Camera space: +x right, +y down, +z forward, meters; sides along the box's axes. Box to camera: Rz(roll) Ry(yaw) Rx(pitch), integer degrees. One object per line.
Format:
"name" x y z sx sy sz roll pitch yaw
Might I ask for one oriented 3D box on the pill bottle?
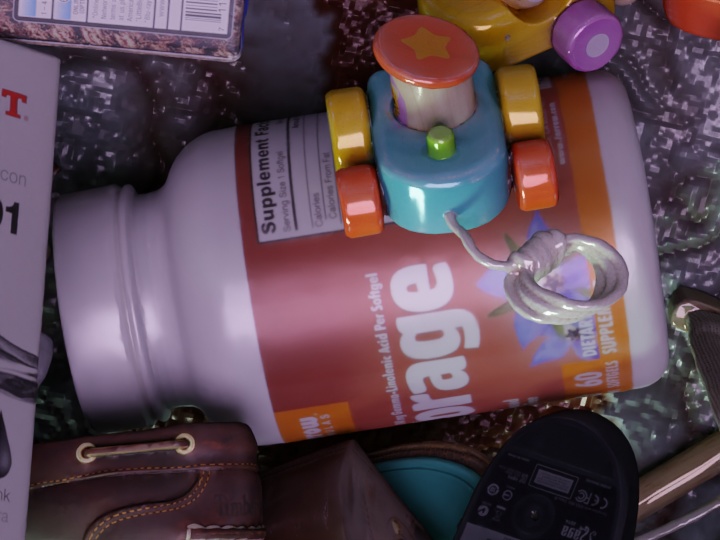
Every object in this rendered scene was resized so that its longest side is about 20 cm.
"pill bottle" 0.000 0.000 0.957 0.200 0.112 0.112 -9 112 3

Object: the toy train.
"toy train" 0.076 -0.073 0.895 0.150 0.200 0.056 20 138 29

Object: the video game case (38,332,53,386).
"video game case" -0.236 0.048 0.980 0.200 0.024 0.182 24 130 -16

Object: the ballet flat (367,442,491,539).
"ballet flat" -0.013 0.121 1.017 0.200 0.072 0.068 -41 77 24

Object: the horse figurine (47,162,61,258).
"horse figurine" -0.199 -0.013 0.982 0.200 0.050 0.133 -33 111 18

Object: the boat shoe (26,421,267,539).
"boat shoe" -0.123 0.077 0.939 0.200 0.070 0.070 1 90 21

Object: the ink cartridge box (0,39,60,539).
"ink cartridge box" -0.178 0.018 0.849 0.146 0.086 0.200 15 73 -40

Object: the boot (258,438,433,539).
"boot" -0.054 0.165 0.961 0.200 0.064 0.186 -14 87 24

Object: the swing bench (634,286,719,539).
"swing bench" 0.116 0.143 0.970 0.130 0.199 0.200 35 108 -14

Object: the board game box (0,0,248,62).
"board game box" -0.129 -0.165 0.897 0.200 0.097 0.159 5 111 -3

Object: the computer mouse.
"computer mouse" 0.040 0.138 0.908 0.059 0.034 0.200 20 77 28
